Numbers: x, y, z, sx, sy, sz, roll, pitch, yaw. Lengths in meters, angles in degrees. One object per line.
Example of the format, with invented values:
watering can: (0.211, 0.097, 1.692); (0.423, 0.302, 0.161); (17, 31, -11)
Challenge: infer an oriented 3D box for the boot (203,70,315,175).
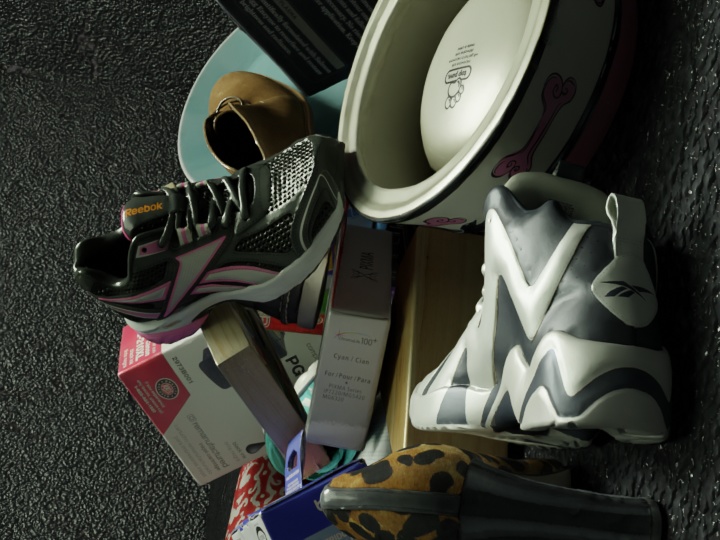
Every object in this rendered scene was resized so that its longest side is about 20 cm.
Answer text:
boot: (-0.077, -0.101, 0.794); (0.074, 0.075, 0.200); (-44, 37, 9)

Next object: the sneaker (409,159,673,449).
sneaker: (0.084, 0.017, 0.558); (0.199, 0.079, 0.131); (141, 138, -75)

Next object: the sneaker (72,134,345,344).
sneaker: (-0.095, -0.020, 0.675); (0.199, 0.086, 0.081); (-34, 46, 29)

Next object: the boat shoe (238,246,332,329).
boat shoe: (-0.052, -0.017, 0.825); (0.200, 0.062, 0.073); (-85, 5, -71)

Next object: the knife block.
knife block: (0.059, 0.013, 0.717); (0.200, 0.063, 0.177); (-101, 20, -72)

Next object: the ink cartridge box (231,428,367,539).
ink cartridge box: (-0.013, 0.200, 0.697); (0.201, 0.076, 0.136); (62, 160, 10)

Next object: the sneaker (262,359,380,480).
sneaker: (-0.039, 0.135, 0.944); (0.200, 0.077, 0.080); (123, 160, -57)

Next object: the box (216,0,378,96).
box: (0.013, -0.262, 0.804); (0.199, 0.117, 0.198); (-21, 49, 27)

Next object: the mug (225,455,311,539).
mug: (-0.050, 0.260, 1.063); (0.201, 0.176, 0.134); (-90, -23, -58)

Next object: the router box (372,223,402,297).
router box: (0.033, -0.092, 0.990); (0.201, 0.051, 0.150); (-99, 21, -55)

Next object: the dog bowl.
dog bowl: (0.069, -0.110, 0.627); (0.200, 0.073, 0.201); (-41, 39, 44)

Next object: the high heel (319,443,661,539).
high heel: (0.037, 0.119, 0.551); (0.200, 0.141, 0.072); (128, 149, -69)

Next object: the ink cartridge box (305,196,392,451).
ink cartridge box: (0.000, 0.000, 0.790); (0.200, 0.044, 0.178); (-85, 5, -72)

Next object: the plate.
plate: (-0.056, -0.136, 0.876); (0.199, 0.026, 0.201); (-21, 50, 27)

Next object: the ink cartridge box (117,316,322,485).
ink cartridge box: (-0.094, 0.080, 1.029); (0.145, 0.199, 0.085); (59, -171, -29)

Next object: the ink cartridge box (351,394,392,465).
ink cartridge box: (0.033, 0.130, 0.891); (0.160, 0.047, 0.201); (141, 153, -75)

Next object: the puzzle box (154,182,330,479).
puzzle box: (-0.088, 0.039, 0.804); (0.200, 0.025, 0.133); (58, 177, 48)

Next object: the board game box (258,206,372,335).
board game box: (-0.037, -0.047, 0.935); (0.030, 0.095, 0.202); (-143, 60, -81)
